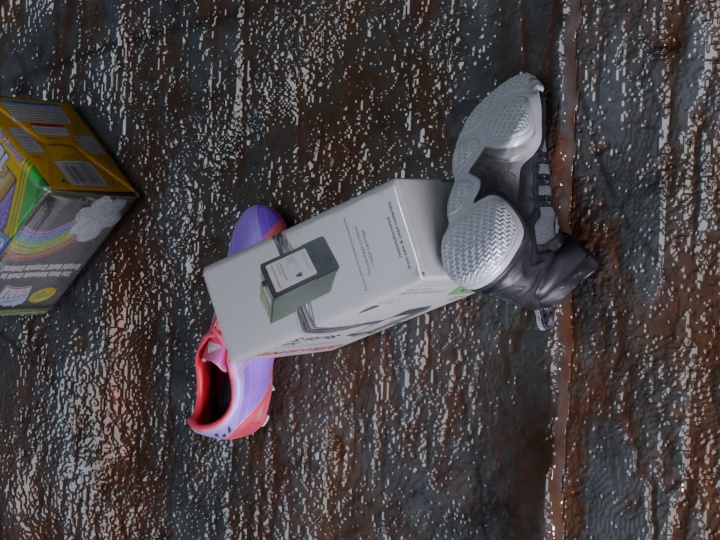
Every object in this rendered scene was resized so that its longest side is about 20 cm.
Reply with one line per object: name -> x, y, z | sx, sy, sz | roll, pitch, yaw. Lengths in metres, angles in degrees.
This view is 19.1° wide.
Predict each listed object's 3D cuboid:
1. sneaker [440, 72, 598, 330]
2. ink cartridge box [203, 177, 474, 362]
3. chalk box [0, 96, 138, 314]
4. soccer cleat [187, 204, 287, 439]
sneaker -> 0.127, -0.049, 1.638 | 0.075, 0.114, 0.200 | -21, 43, 40
ink cartridge box -> 0.000, 0.000, 1.684 | 0.200, 0.145, 0.084 | -24, 78, 33
chalk box -> -0.321, -0.042, 1.915 | 0.200, 0.124, 0.124 | -49, 65, 24
soccer cleat -> -0.101, 0.044, 1.798 | 0.067, 0.076, 0.201 | 14, 99, 34
